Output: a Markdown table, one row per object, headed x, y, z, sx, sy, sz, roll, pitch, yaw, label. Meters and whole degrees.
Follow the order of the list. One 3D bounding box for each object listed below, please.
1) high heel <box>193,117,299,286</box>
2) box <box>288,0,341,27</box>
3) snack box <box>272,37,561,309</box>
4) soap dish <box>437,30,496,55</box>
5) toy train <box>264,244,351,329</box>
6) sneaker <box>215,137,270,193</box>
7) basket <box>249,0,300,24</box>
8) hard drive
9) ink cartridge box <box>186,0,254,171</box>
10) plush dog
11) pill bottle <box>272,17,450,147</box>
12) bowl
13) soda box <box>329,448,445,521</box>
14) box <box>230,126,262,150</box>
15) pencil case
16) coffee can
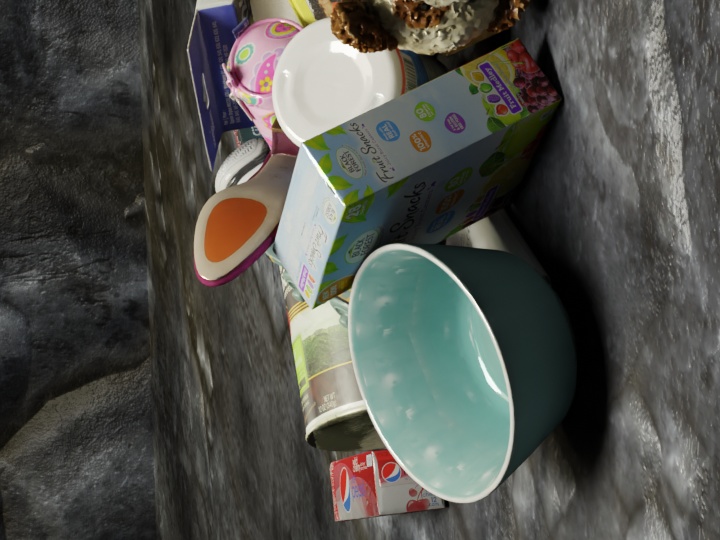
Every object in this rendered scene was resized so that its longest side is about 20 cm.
| x | y | z | sx | sy | sz | roll | pitch | yaw | label |
| --- | --- | --- | --- | --- | --- | --- | --- | --- | --- |
| -0.076 | -0.040 | 1.659 | 0.200 | 0.067 | 0.097 | -58 | -23 | -35 | high heel |
| -0.047 | -0.255 | 1.737 | 0.201 | 0.050 | 0.075 | 61 | 178 | -21 | box |
| 0.040 | -0.072 | 1.564 | 0.068 | 0.199 | 0.169 | 56 | 158 | 18 | snack box |
| 0.058 | -0.265 | 1.680 | 0.200 | 0.081 | 0.159 | -140 | 46 | -72 | soap dish |
| 0.000 | 0.000 | 1.737 | 0.199 | 0.085 | 0.114 | 31 | 165 | 27 | toy train |
| -0.035 | -0.102 | 2.001 | 0.115 | 0.200 | 0.075 | 41 | 152 | 27 | sneaker |
| -0.039 | -0.295 | 1.831 | 0.136 | 0.179 | 0.202 | -58 | -31 | -71 | basket |
| 0.109 | 0.015 | 1.687 | 0.200 | 0.026 | 0.133 | -117 | 26 | -58 | hard drive |
| -0.119 | -0.229 | 1.930 | 0.198 | 0.047 | 0.201 | 84 | -171 | -60 | ink cartridge box |
| 0.044 | -0.244 | 1.516 | 0.160 | 0.199 | 0.173 | -136 | 35 | -69 | plush dog |
| 0.018 | -0.131 | 1.661 | 0.200 | 0.111 | 0.113 | 17 | -117 | -65 | pill bottle |
| 0.089 | 0.064 | 1.549 | 0.200 | 0.104 | 0.202 | 31 | 130 | 47 | bowl |
| 0.024 | 0.209 | 2.018 | 0.200 | 0.069 | 0.064 | 149 | 115 | -75 | soda box |
| -0.055 | -0.118 | 2.090 | 0.038 | 0.135 | 0.201 | 97 | 162 | -47 | box |
| -0.055 | -0.132 | 1.769 | 0.200 | 0.087 | 0.088 | 63 | -169 | -57 | pencil case |
| 0.006 | 0.048 | 1.875 | 0.146 | 0.145 | 0.201 | 117 | 145 | -66 | coffee can |
